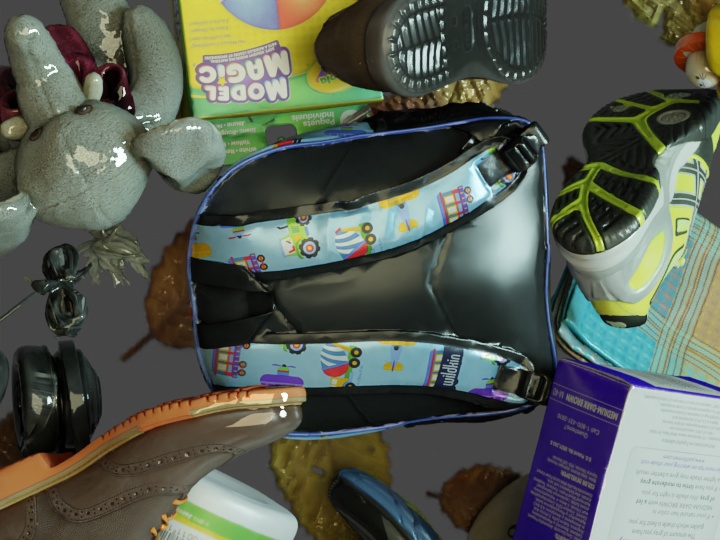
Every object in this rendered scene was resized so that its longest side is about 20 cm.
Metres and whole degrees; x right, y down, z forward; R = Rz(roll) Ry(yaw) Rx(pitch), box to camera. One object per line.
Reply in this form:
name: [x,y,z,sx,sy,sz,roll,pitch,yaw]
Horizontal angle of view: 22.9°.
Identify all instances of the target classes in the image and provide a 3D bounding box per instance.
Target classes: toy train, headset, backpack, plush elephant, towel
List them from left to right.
headset: [-0.192,0.072,0.951,0.123,0.094,0.200,14,121,-28]
plush elephant: [-0.160,-0.078,0.950,0.165,0.155,0.200,-26,97,-10]
backpack: [0.000,0.000,0.992,0.200,0.135,0.183,-8,105,-10]
towel: [0.210,0.034,1.071,0.200,0.022,0.147,33,54,-12]
toy train: [0.210,-0.168,1.034,0.056,0.150,0.200,-2,125,22]

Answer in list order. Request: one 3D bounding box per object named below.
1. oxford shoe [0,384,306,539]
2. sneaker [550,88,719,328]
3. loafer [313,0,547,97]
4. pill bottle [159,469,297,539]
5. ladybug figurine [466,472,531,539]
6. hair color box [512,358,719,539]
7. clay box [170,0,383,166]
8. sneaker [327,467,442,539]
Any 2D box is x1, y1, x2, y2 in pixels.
oxford shoe: [-0.111,0.113,0.919,0.200,0.071,0.073,-23,81,16]
sneaker: [0.164,-0.043,1.038,0.200,0.075,0.077,-50,132,-45]
loafer: [0.043,-0.141,1.004,0.200,0.071,0.073,-15,109,-56]
pill bottle: [-0.126,0.204,0.992,0.111,0.111,0.200,27,87,-12]
ladybug figurine: [0.164,0.183,1.075,0.200,0.072,0.136,4,91,-13]
hair color box: [0.140,0.155,0.976,0.109,0.065,0.200,11,95,-37]
clay box: [-0.052,-0.164,1.026,0.115,0.048,0.200,-8,93,-13]
sneaker: [0.030,0.210,1.045,0.083,0.071,0.200,-26,92,0]
